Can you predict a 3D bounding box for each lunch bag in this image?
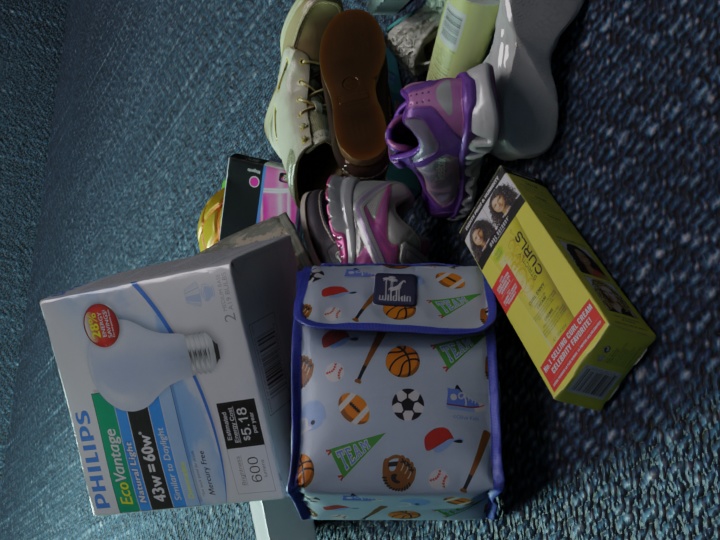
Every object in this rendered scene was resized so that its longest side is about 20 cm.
[{"bbox_3d":[0.028,0.086,0.784,0.124,0.166,0.204,86,-175,-63],"label":"lunch bag"},{"bbox_3d":[-0.124,0.020,1.034,0.200,0.162,0.119,83,161,-87],"label":"lunch bag"}]

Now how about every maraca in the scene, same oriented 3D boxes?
[{"bbox_3d":[-0.164,-0.053,1.289,0.199,0.105,0.140,30,105,61],"label":"maraca"}]

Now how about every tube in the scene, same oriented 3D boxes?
[{"bbox_3d":[0.084,-0.177,0.925,0.058,0.051,0.202,-48,-19,-43],"label":"tube"}]

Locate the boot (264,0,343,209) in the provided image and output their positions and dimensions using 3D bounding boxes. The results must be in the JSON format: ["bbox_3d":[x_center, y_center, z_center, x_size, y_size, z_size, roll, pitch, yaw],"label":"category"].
[{"bbox_3d":[-0.048,-0.185,1.062,0.156,0.071,0.203,-111,34,-49],"label":"boot"}]

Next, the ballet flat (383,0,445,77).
[{"bbox_3d":[0.095,-0.246,0.953,0.199,0.071,0.073,-27,55,58],"label":"ballet flat"}]

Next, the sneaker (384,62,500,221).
[{"bbox_3d":[0.062,-0.107,0.855,0.201,0.086,0.082,96,168,-67],"label":"sneaker"}]

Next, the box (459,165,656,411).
[{"bbox_3d":[0.142,0.008,0.750,0.076,0.049,0.201,-58,33,28],"label":"box"}]

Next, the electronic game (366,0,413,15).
[{"bbox_3d":[0.083,-0.307,0.911,0.199,0.042,0.200,-40,8,7],"label":"electronic game"}]

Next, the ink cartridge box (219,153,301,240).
[{"bbox_3d":[-0.122,-0.031,1.180,0.037,0.093,0.204,-52,-28,-70],"label":"ink cartridge box"}]

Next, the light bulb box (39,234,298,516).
[{"bbox_3d":[-0.147,0.092,0.863,0.196,0.125,0.202,-11,96,23],"label":"light bulb box"}]

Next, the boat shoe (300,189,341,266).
[{"bbox_3d":[0.000,0.000,0.977,0.062,0.072,0.203,-31,68,26],"label":"boat shoe"}]

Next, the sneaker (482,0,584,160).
[{"bbox_3d":[0.135,-0.196,0.842,0.088,0.074,0.204,-173,94,-74],"label":"sneaker"}]

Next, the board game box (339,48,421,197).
[{"bbox_3d":[-0.005,-0.126,1.087,0.151,0.046,0.203,-48,40,43],"label":"board game box"}]

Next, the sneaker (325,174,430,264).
[{"bbox_3d":[0.024,0.003,0.893,0.081,0.086,0.204,52,-151,-76],"label":"sneaker"}]

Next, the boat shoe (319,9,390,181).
[{"bbox_3d":[-0.004,-0.169,0.990,0.071,0.069,0.203,80,-172,-59],"label":"boat shoe"}]

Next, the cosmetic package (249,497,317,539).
[{"bbox_3d":[-0.095,0.187,1.005,0.151,0.051,0.204,168,90,-74],"label":"cosmetic package"}]
